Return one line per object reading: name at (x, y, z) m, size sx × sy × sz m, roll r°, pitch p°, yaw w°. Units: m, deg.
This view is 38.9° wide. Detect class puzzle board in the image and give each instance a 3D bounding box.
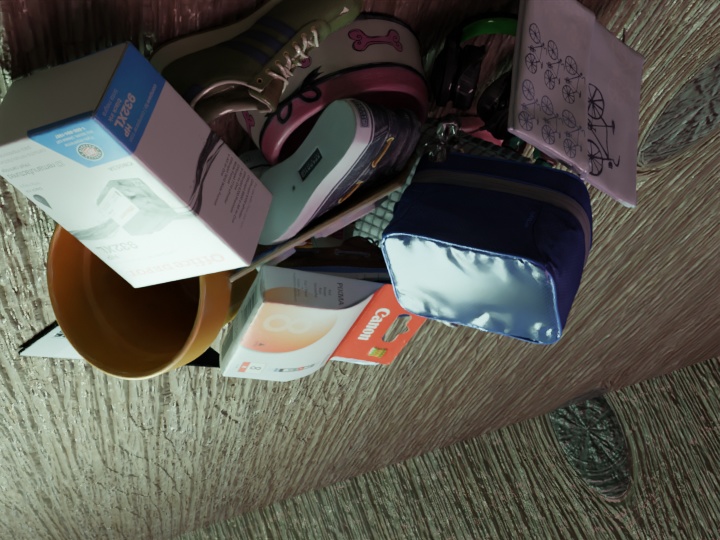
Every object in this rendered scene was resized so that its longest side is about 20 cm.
puzzle board at (-0.032, -0.054, 1.044) m, size 0.199 × 0.017 × 0.151 m, roll -29°, pitch -168°, yaw 17°

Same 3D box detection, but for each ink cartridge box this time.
ink cartridge box at (-0.032, 0.069, 1.067) m, size 0.199 × 0.050 × 0.162 m, roll 11°, pitch 144°, yaw -18°
ink cartridge box at (-0.193, -0.080, 0.861) m, size 0.144 × 0.084 × 0.200 m, roll -10°, pitch 141°, yaw 32°

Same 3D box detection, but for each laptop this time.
laptop at (-0.309, 0.119, 1.357) m, size 0.200 × 0.116 × 0.187 m, roll -32°, pitch 157°, yaw 25°

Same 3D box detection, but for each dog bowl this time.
dog bowl at (-0.021, -0.160, 1.011) m, size 0.199 × 0.074 × 0.200 m, roll -19°, pitch 159°, yaw -8°

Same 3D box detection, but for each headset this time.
headset at (0.121, -0.178, 0.970) m, size 0.200 × 0.123 × 0.094 m, roll -54°, pitch 168°, yaw -26°

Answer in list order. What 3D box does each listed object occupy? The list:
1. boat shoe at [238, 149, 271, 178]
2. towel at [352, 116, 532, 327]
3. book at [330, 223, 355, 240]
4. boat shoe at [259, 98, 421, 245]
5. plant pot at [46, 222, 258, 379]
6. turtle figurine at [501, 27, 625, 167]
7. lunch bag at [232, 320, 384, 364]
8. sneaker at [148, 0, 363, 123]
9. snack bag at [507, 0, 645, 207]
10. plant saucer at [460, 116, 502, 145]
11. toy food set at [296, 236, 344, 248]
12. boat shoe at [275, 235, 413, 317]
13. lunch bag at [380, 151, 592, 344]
boat shoe at (-0.073, -0.080, 1.166) m, size 0.073 × 0.067 × 0.200 m, roll -33°, pitch 157°, yaw 29°
towel at (0.089, -0.058, 1.135) m, size 0.085 × 0.165 × 0.201 m, roll -18°, pitch 130°, yaw -54°
book at (0.048, -0.031, 1.318) m, size 0.199 × 0.048 × 0.133 m, roll -1°, pitch 167°, yaw 28°
boat shoe at (-0.026, -0.087, 0.982) m, size 0.091 × 0.071 × 0.200 m, roll -1°, pitch 150°, yaw -42°
plant pot at (-0.198, 0.001, 1.096) m, size 0.200 × 0.201 × 0.183 m, roll -32°, pitch 172°, yaw 26°
turtle figurine at (0.208, -0.184, 1.124) m, size 0.100 × 0.150 × 0.201 m, roll 12°, pitch 104°, yaw -28°
lunch bag at (-0.076, 0.055, 1.416) m, size 0.199 × 0.128 × 0.170 m, roll 1°, pitch 164°, yaw 17°
sneaker at (-0.080, -0.177, 0.884) m, size 0.199 × 0.090 × 0.067 m, roll -22°, pitch 159°, yaw 2°
snack bag at (0.216, -0.172, 0.981) m, size 0.199 × 0.190 × 0.021 m, roll 26°, pitch 152°, yaw -36°
plant saucer at (0.090, -0.114, 1.269) m, size 0.200 × 0.051 × 0.201 m, roll -20°, pitch 159°, yaw -8°
toy food set at (-0.093, -0.008, 1.248) m, size 0.199 × 0.061 × 0.143 m, roll -2°, pitch 171°, yaw 31°
boat shoe at (0.000, 0.000, 1.083) m, size 0.199 × 0.073 × 0.072 m, roll 3°, pitch 142°, yaw -6°
lunch bag at (0.120, -0.031, 0.984) m, size 0.199 × 0.133 × 0.136 m, roll 14°, pitch 145°, yaw 23°
